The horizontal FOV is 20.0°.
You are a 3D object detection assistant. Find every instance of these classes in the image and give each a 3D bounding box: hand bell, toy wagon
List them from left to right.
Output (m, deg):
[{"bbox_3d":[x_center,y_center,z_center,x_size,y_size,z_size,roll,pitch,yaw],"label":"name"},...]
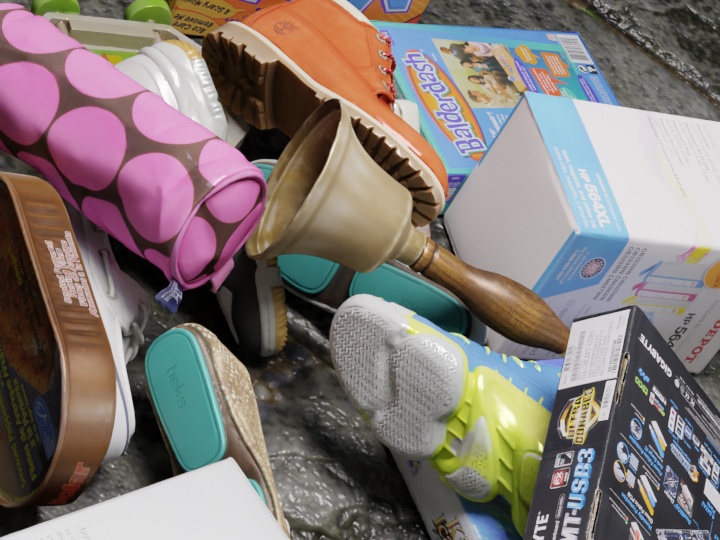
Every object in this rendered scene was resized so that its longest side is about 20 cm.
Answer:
[{"bbox_3d":[-0.171,-0.115,1.315,0.198,0.040,0.156,1,49,-31],"label":"toy wagon"},{"bbox_3d":[0.043,-0.006,1.195,0.199,0.104,0.105,30,39,-17],"label":"hand bell"}]

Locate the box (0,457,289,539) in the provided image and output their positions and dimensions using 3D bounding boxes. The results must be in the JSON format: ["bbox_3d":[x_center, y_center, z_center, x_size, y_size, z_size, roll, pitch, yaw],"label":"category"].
[{"bbox_3d":[-0.132,0.186,0.970,0.199,0.125,0.098,-15,58,-42],"label":"box"}]

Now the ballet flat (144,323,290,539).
[{"bbox_3d":[-0.067,0.122,1.121,0.065,0.070,0.202,28,42,-53],"label":"ballet flat"}]

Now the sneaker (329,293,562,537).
[{"bbox_3d":[0.073,0.079,1.194,0.200,0.076,0.105,44,32,5],"label":"sneaker"}]

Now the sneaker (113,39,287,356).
[{"bbox_3d":[-0.109,-0.034,1.238,0.087,0.076,0.202,-22,87,-14],"label":"sneaker"}]

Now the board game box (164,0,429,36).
[{"bbox_3d":[-0.046,-0.302,1.456,0.198,0.201,0.201,1,49,-31],"label":"board game box"}]

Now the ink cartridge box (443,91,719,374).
[{"bbox_3d":[0.182,-0.021,1.377,0.198,0.129,0.126,6,47,-27],"label":"ink cartridge box"}]

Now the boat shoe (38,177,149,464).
[{"bbox_3d":[-0.154,0.026,1.166,0.065,0.072,0.201,-1,42,-27],"label":"boat shoe"}]

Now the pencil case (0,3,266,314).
[{"bbox_3d":[-0.150,-0.068,1.162,0.199,0.094,0.091,38,74,20],"label":"pencil case"}]

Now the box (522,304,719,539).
[{"bbox_3d":[0.166,0.157,1.126,0.200,0.049,0.200,48,44,-33],"label":"box"}]

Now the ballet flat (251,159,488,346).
[{"bbox_3d":[0.000,0.000,1.289,0.199,0.070,0.069,34,38,24],"label":"ballet flat"}]

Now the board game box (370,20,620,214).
[{"bbox_3d":[0.103,-0.110,1.480,0.198,0.045,0.153,0,50,-33],"label":"board game box"}]

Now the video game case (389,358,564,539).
[{"bbox_3d":[0.127,0.138,1.249,0.198,0.046,0.182,-2,50,-34],"label":"video game case"}]

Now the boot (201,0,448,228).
[{"bbox_3d":[0.001,-0.111,1.310,0.107,0.075,0.200,-31,61,-32],"label":"boot"}]

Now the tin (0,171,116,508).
[{"bbox_3d":[-0.183,0.036,1.102,0.042,0.112,0.201,9,45,-39],"label":"tin"}]

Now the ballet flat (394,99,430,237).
[{"bbox_3d":[-0.001,-0.105,1.384,0.201,0.067,0.068,54,25,22],"label":"ballet flat"}]
